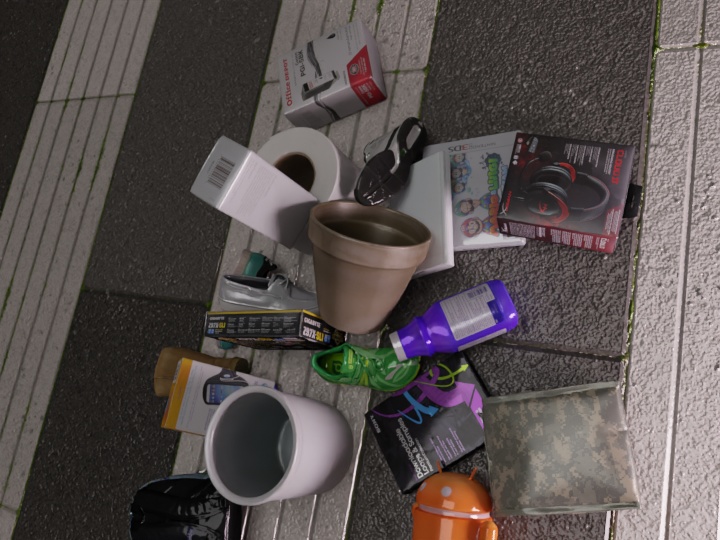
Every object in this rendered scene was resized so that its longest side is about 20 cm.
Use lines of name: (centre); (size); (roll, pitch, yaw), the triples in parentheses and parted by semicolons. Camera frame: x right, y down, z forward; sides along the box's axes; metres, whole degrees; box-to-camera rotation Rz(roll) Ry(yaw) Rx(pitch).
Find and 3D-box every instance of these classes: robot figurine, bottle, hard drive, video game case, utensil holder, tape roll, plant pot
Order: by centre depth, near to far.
robot figurine: (0.129, 0.382, 0.878); (0.115, 0.144, 0.203); (5, 77, 6)
bottle: (0.144, 0.086, 0.967); (0.198, 0.065, 0.084); (-23, 61, 3)
utensil holder: (-0.123, 0.281, 0.987); (0.168, 0.200, 0.172); (-7, 72, 24)
plant pot: (0.000, 0.000, 1.003); (0.199, 0.199, 0.176); (27, 116, 30)
video game case: (0.191, -0.134, 1.057); (0.180, 0.024, 0.203); (-4, 73, 26)
hard drive: (0.103, -0.091, 1.060); (0.131, 0.026, 0.203); (-18, 65, 45)
tape roll: (-0.098, -0.143, 1.138); (0.200, 0.139, 0.205); (-8, 70, 24)

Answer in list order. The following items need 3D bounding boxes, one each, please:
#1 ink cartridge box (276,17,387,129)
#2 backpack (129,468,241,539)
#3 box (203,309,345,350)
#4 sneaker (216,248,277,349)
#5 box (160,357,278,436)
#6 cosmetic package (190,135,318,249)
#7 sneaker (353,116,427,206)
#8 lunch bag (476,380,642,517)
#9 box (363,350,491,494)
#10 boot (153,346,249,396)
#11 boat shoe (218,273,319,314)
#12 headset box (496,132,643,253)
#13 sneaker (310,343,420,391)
ink cartridge box: (-0.061, -0.386, 1.225); (0.198, 0.083, 0.149); (-18, 68, 20)
backpack: (-0.308, 0.436, 1.078); (0.197, 0.154, 0.165); (-3, 74, 3)
box: (-0.146, 0.107, 1.074); (0.198, 0.159, 0.050); (-3, 72, 26)
sneaker: (-0.218, 0.065, 1.173); (0.079, 0.071, 0.202); (19, 100, -1)
box: (-0.238, 0.238, 1.084); (0.041, 0.198, 0.121); (-23, 52, 57)
cosmetic package: (-0.160, -0.118, 0.966); (0.074, 0.200, 0.102); (31, 89, 30)
sneaker: (0.035, -0.182, 1.100); (0.201, 0.076, 0.115); (-54, 20, -25)
lunch bag: (0.269, 0.249, 0.848); (0.197, 0.117, 0.166); (-10, 71, 18)
box: (0.117, 0.241, 0.974); (0.199, 0.036, 0.144); (-37, 62, 14)
boot: (-0.316, 0.241, 1.178); (0.198, 0.066, 0.177); (0, 66, 27)
boat shoe: (-0.157, 0.039, 1.110); (0.197, 0.072, 0.069); (7, 113, 2)
headset box: (0.325, -0.120, 0.943); (0.198, 0.075, 0.150); (13, 78, 20)
sneaker: (0.005, 0.162, 1.026); (0.198, 0.083, 0.075); (-7, 71, 24)
